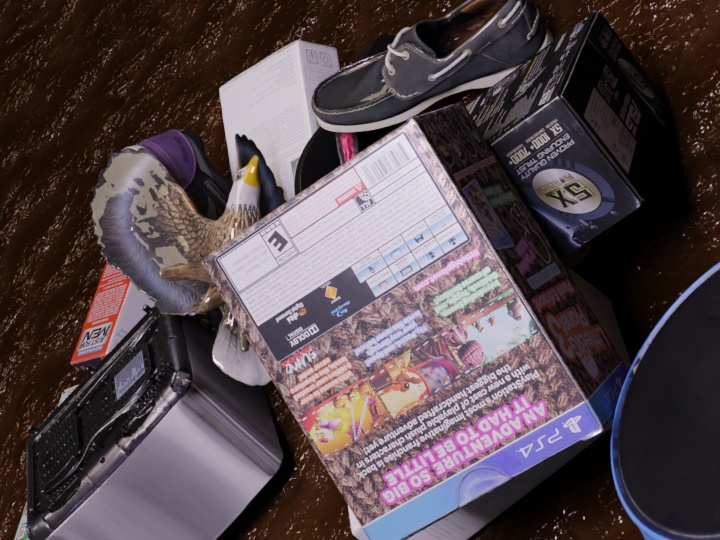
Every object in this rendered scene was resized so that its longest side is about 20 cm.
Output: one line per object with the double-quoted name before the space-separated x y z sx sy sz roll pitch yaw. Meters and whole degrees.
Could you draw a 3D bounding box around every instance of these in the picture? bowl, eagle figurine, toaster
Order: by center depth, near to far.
"bowl" 0.209 0.065 0.887 0.200 0.039 0.201 -38 32 29
"eagle figurine" -0.104 -0.024 1.340 0.151 0.152 0.200 -48 32 -3
"toaster" -0.164 0.140 1.344 0.181 0.119 0.200 -47 21 7

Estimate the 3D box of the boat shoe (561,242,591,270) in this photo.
"boat shoe" 0.085 0.040 1.183 0.201 0.063 0.073 -41 8 14

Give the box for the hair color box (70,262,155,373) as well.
"hair color box" -0.160 0.012 1.500 0.064 0.111 0.201 -15 51 49

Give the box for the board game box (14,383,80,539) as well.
"board game box" -0.247 0.187 1.546 0.134 0.029 0.201 -22 45 46

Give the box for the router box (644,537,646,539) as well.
"router box" 0.219 0.166 0.869 0.157 0.052 0.201 -32 38 36

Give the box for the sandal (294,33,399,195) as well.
"sandal" 0.004 -0.109 1.412 0.045 0.075 0.201 -10 52 52

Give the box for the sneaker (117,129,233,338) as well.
"sneaker" -0.117 -0.030 1.450 0.087 0.201 0.076 -30 -1 -41

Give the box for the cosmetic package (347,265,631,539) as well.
"cosmetic package" 0.079 0.094 1.120 0.200 0.074 0.102 -40 34 24

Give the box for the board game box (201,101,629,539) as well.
"board game box" 0.036 0.031 1.007 0.159 0.201 0.097 -32 -2 24

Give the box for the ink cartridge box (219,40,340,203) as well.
"ink cartridge box" -0.057 -0.081 1.475 0.109 0.050 0.201 -24 69 43

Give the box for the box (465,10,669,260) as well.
"box" 0.104 -0.065 1.128 0.164 0.086 0.200 -35 11 24

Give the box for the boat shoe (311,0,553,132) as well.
"boat shoe" 0.046 -0.167 1.352 0.199 0.068 0.072 -19 49 21
